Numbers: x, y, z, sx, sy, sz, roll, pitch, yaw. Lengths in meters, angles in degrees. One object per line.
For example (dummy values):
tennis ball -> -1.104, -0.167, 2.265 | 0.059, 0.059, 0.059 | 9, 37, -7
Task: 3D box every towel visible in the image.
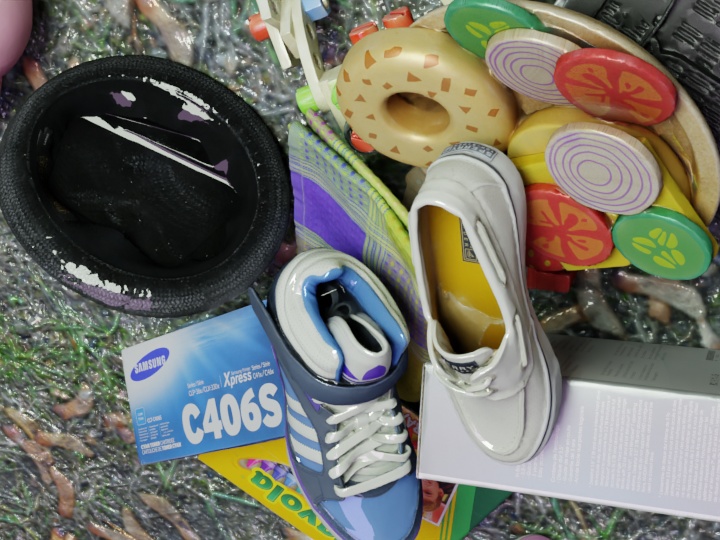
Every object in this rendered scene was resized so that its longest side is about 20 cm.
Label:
towel -> 0.000, 0.000, 0.783 | 0.144, 0.023, 0.200 | 49, 159, 21

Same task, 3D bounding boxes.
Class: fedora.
fedora -> -0.149, -0.049, 0.836 | 0.200, 0.201, 0.092 | 30, 159, 1

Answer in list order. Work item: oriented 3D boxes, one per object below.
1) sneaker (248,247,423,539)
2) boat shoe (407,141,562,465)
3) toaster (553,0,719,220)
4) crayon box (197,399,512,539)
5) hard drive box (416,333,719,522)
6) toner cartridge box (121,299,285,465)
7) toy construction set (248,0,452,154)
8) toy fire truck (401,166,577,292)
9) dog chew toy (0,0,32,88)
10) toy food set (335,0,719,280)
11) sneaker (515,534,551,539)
sneaker -> -0.004, 0.084, 0.732 | 0.081, 0.146, 0.200 | -17, 84, -12
boat shoe -> 0.062, 0.034, 0.647 | 0.071, 0.070, 0.200 | 9, 125, 28
toaster -> 0.212, -0.135, 0.645 | 0.200, 0.119, 0.181 | 32, 126, 0
crayon box -> 0.000, 0.140, 0.930 | 0.200, 0.058, 0.173 | 36, 126, -3
hard drive box -> 0.153, 0.092, 0.776 | 0.200, 0.156, 0.077 | 6, 97, 18
toner cartridge box -> -0.102, 0.085, 0.888 | 0.200, 0.043, 0.095 | -20, 77, 47
toy construction set -> 0.019, -0.149, 0.718 | 0.200, 0.092, 0.131 | -11, 118, 32
toy fire truck -> 0.080, -0.044, 0.794 | 0.141, 0.049, 0.200 | 8, 121, 18
dog chew toy -> -0.303, -0.148, 0.837 | 0.124, 0.125, 0.200 | 34, 134, -2
toy food set -> 0.095, -0.066, 0.639 | 0.198, 0.049, 0.200 | -6, 134, 49
sneaker -> 0.173, 0.299, 0.957 | 0.200, 0.080, 0.088 | 42, 132, -1
